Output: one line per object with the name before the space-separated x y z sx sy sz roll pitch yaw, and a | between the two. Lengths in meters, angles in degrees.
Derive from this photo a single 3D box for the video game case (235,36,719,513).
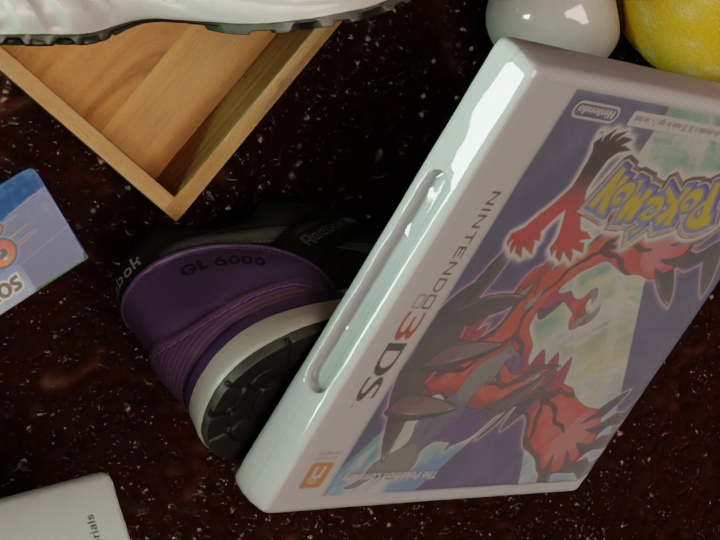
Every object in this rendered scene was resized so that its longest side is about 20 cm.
video game case | 0.066 0.009 0.781 0.199 0.023 0.183 3 125 -52

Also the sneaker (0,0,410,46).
sneaker | -0.055 -0.116 0.712 0.198 0.074 0.080 -5 100 -20

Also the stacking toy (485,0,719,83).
stacking toy | 0.144 -0.115 0.821 0.198 0.146 0.147 -13 110 2

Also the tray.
tray | -0.041 -0.128 0.772 0.099 0.037 0.200 41 86 -25

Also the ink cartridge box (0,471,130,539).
ink cartridge box | -0.172 0.153 0.727 0.198 0.146 0.083 -14 67 -18

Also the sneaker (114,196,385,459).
sneaker | 0.000 0.000 0.802 0.199 0.088 0.076 -9 137 -45

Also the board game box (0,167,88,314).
board game box | -0.187 0.037 0.695 0.199 0.135 0.035 -34 97 -13
